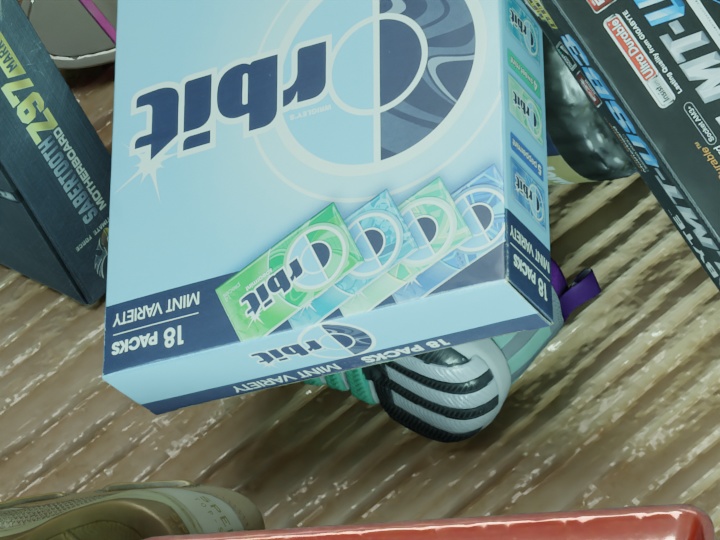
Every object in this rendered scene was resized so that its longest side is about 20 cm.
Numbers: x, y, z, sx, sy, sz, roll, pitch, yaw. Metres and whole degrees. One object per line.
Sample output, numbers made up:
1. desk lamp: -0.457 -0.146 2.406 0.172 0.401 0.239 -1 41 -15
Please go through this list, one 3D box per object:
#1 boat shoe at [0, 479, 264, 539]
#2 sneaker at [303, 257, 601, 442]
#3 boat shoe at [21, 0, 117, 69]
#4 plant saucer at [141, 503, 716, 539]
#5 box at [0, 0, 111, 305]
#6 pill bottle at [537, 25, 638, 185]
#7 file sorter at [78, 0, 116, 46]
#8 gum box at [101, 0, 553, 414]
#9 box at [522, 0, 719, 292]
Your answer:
1. boat shoe: -0.123 0.121 1.041 0.199 0.072 0.064 -13 3 35
2. sneaker: 0.000 0.000 1.100 0.199 0.075 0.087 28 53 37
3. boat shoe: -0.078 -0.161 1.363 0.199 0.073 0.063 -37 -7 0
4. plant saucer: 0.022 0.160 0.867 0.198 0.037 0.200 -4 39 2
5. box: -0.193 -0.078 1.240 0.051 0.158 0.199 -44 39 -19
6. pill bottle: 0.063 -0.089 1.115 0.199 0.112 0.112 -4 43 31
7. file sorter: -0.046 -0.188 1.247 0.200 0.126 0.139 -39 -3 -13
8. gum box: -0.014 -0.060 1.047 0.169 0.045 0.201 -13 61 25
9. box: 0.174 -0.103 0.998 0.198 0.201 0.050 -35 -3 -6
